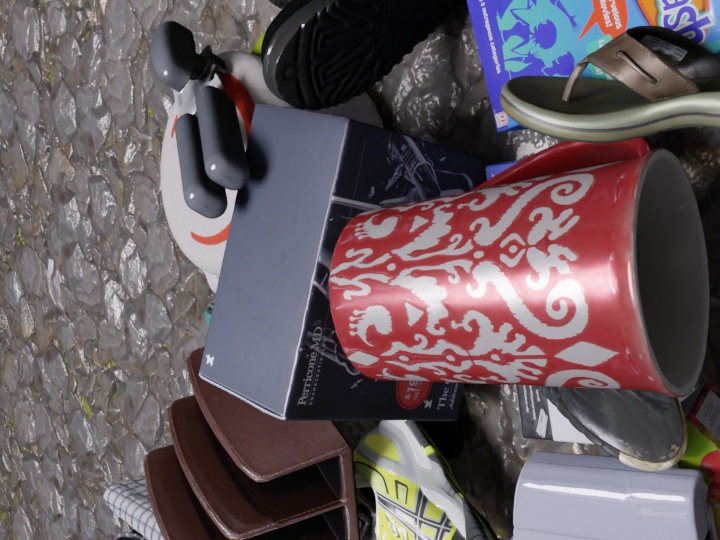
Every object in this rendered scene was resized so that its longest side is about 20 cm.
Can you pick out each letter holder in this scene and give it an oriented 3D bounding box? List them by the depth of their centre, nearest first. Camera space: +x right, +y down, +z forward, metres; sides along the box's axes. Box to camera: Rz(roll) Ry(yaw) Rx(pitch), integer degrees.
[{"bbox_3d":[-0.104,0.151,0.853,0.200,0.140,0.102,-135,35,-56],"label":"letter holder"}]

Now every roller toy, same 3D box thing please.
[{"bbox_3d":[-0.071,-0.084,0.885,0.199,0.138,0.185,-29,68,44],"label":"roller toy"}]

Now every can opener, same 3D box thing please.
[{"bbox_3d":[-0.123,-0.112,0.766,0.053,0.066,0.201,-49,36,22],"label":"can opener"}]

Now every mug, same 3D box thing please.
[{"bbox_3d":[0.101,0.002,0.639,0.198,0.177,0.135,-6,105,33],"label":"mug"}]

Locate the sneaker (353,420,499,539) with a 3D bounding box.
[{"bbox_3d":[0.058,0.203,0.796,0.076,0.076,0.201,-35,54,1],"label":"sneaker"}]

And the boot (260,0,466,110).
[{"bbox_3d":[-0.031,-0.204,0.777,0.157,0.210,0.080,28,141,34],"label":"boot"}]

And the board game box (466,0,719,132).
[{"bbox_3d":[0.158,-0.192,0.681,0.199,0.045,0.154,-16,88,46],"label":"board game box"}]

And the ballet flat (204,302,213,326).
[{"bbox_3d":[-0.083,0.071,0.984,0.198,0.067,0.072,3,91,45],"label":"ballet flat"}]

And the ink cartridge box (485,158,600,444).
[{"bbox_3d":[0.149,0.019,0.742,0.093,0.044,0.203,-4,96,46],"label":"ink cartridge box"}]

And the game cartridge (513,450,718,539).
[{"bbox_3d":[0.169,0.212,0.673,0.132,0.041,0.203,0,114,40],"label":"game cartridge"}]

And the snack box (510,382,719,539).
[{"bbox_3d":[0.206,0.186,0.690,0.142,0.053,0.200,46,132,7],"label":"snack box"}]

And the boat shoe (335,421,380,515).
[{"bbox_3d":[-0.015,0.157,0.921,0.199,0.062,0.074,19,135,49],"label":"boat shoe"}]

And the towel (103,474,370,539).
[{"bbox_3d":[-0.113,0.233,0.963,0.164,0.198,0.087,10,108,46],"label":"towel"}]

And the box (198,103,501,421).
[{"bbox_3d":[0.000,0.000,0.762,0.103,0.181,0.203,17,97,46],"label":"box"}]

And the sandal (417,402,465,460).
[{"bbox_3d":[0.025,0.071,0.885,0.075,0.048,0.203,-35,74,46],"label":"sandal"}]

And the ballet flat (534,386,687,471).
[{"bbox_3d":[0.139,0.062,0.677,0.200,0.066,0.057,46,168,48],"label":"ballet flat"}]

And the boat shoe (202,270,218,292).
[{"bbox_3d":[-0.112,-0.001,0.989,0.200,0.073,0.066,48,119,49],"label":"boat shoe"}]

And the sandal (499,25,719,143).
[{"bbox_3d":[0.178,-0.114,0.603,0.198,0.080,0.058,0,115,30],"label":"sandal"}]
